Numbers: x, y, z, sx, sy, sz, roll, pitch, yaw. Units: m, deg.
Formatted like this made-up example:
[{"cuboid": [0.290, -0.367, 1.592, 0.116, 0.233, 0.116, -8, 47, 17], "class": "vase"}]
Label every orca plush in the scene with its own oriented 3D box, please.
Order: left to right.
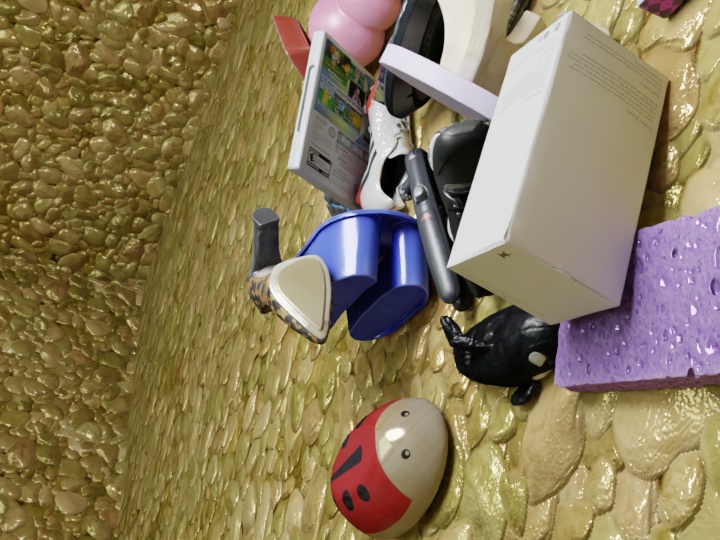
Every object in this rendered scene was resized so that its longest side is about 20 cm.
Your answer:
[{"cuboid": [0.110, 0.056, 0.767, 0.200, 0.070, 0.107, -166, 90, -70], "class": "orca plush"}]

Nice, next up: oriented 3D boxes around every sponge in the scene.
[{"cuboid": [0.207, 0.025, 0.592, 0.200, 0.029, 0.114, 156, 126, -67], "class": "sponge"}]

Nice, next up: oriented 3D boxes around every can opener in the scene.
[{"cuboid": [0.083, -0.050, 0.907, 0.078, 0.063, 0.203, -30, 49, 34], "class": "can opener"}]

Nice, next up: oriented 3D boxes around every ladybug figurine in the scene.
[{"cuboid": [0.022, 0.208, 0.901, 0.201, 0.071, 0.138, 125, 151, -45], "class": "ladybug figurine"}]

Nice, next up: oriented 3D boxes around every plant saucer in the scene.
[{"cuboid": [-0.066, -0.307, 1.369, 0.036, 0.201, 0.201, -30, 32, 8], "class": "plant saucer"}]

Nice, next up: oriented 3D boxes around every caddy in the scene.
[{"cuboid": [0.000, 0.000, 1.001, 0.200, 0.139, 0.107, 134, 142, -52], "class": "caddy"}]

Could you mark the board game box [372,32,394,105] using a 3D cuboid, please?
[{"cuboid": [0.073, -0.309, 1.030, 0.120, 0.032, 0.202, 99, -164, -70], "class": "board game box"}]

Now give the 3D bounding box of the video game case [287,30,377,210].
[{"cuboid": [-0.019, -0.185, 1.129, 0.022, 0.199, 0.186, 2, 76, 32], "class": "video game case"}]

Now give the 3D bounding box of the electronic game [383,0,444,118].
[{"cuboid": [0.073, -0.262, 0.918, 0.202, 0.041, 0.201, -60, -14, -26], "class": "electronic game"}]

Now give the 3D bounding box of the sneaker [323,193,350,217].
[{"cuboid": [-0.007, -0.167, 1.259, 0.087, 0.073, 0.204, 54, -136, -82], "class": "sneaker"}]

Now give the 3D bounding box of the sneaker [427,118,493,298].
[{"cuboid": [0.111, -0.047, 0.758, 0.201, 0.074, 0.089, 65, -165, -57], "class": "sneaker"}]

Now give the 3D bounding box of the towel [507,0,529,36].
[{"cuboid": [0.144, -0.304, 0.988, 0.202, 0.034, 0.194, -64, 26, 25], "class": "towel"}]

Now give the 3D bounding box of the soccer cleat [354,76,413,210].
[{"cuboid": [0.042, -0.168, 1.117, 0.085, 0.068, 0.204, -3, 75, 57], "class": "soccer cleat"}]

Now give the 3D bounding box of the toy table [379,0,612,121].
[{"cuboid": [0.125, -0.196, 0.781, 0.118, 0.198, 0.184, -61, -11, 8], "class": "toy table"}]

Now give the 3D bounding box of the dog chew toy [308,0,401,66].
[{"cuboid": [0.005, -0.404, 1.295, 0.200, 0.123, 0.126, -49, 32, 37], "class": "dog chew toy"}]

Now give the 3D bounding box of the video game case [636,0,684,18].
[{"cuboid": [0.272, -0.327, 0.643, 0.200, 0.035, 0.184, 133, 144, -53], "class": "video game case"}]

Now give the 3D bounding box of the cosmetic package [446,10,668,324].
[{"cuboid": [0.151, -0.076, 0.644, 0.085, 0.107, 0.203, -25, 40, 62], "class": "cosmetic package"}]

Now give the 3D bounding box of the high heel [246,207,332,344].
[{"cuboid": [-0.076, 0.044, 0.943, 0.144, 0.070, 0.201, 95, 154, -42], "class": "high heel"}]
